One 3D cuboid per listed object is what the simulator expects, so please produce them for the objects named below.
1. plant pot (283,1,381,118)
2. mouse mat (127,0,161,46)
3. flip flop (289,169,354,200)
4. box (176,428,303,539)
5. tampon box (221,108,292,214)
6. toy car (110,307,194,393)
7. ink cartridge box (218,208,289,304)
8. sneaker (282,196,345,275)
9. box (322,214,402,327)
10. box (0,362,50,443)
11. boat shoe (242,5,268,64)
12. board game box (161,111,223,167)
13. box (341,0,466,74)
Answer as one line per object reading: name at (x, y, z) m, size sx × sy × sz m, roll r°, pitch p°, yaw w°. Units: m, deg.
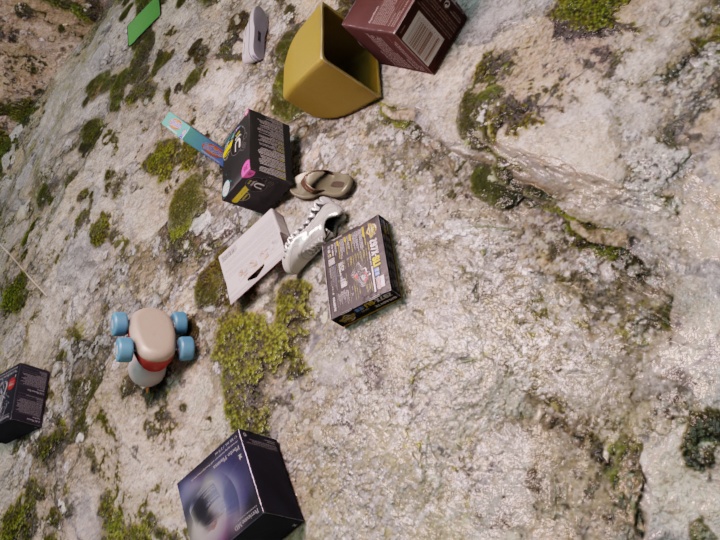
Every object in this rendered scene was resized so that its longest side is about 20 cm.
plant pot at (-0.089, -0.495, 1.807) m, size 0.200 × 0.194 × 0.196 m, roll -28°, pitch 51°, yaw 39°
mouse mat at (-0.858, -0.990, 2.876) m, size 0.200 × 0.008 × 0.161 m, roll -36°, pitch 48°, yaw 23°
flip flop at (-0.100, -0.211, 1.746) m, size 0.200 × 0.058 × 0.081 m, roll 11°, pitch 75°, yaw 44°
box at (-0.245, 0.463, 1.456) m, size 0.200 × 0.123 × 0.199 m, roll -43°, pitch 47°, yaw 15°
tampon box at (-0.265, -0.276, 1.852) m, size 0.150 × 0.126 × 0.200 m, roll -40°, pitch 45°, yaw 41°
toy car at (-0.542, 0.218, 1.852) m, size 0.177 × 0.184 × 0.200 m, roll 61°, pitch 139°, yaw 42°
ink cartridge box at (-0.256, -0.029, 1.791) m, size 0.200 × 0.045 × 0.176 m, roll -40°, pitch 46°, yaw 18°
sneaker at (-0.108, -0.073, 1.673) m, size 0.081 × 0.075 × 0.200 m, roll 33°, pitch 91°, yaw 37°
box at (0.000, 0.000, 1.549) m, size 0.159 × 0.049 × 0.200 m, roll -27°, pitch 51°, yaw 24°
box at (-1.058, 0.406, 2.211) m, size 0.200 × 0.104 × 0.183 m, roll -26°, pitch 53°, yaw 29°
boat shoe at (-0.331, -0.720, 2.218) m, size 0.065 × 0.074 × 0.201 m, roll -14°, pitch 58°, yaw 31°
board game box at (-0.438, -0.352, 2.018) m, size 0.045 × 0.200 × 0.152 m, roll -55°, pitch 45°, yaw 3°
box at (0.102, -0.584, 1.697) m, size 0.200 × 0.166 × 0.164 m, roll 29°, pitch 89°, yaw 45°
